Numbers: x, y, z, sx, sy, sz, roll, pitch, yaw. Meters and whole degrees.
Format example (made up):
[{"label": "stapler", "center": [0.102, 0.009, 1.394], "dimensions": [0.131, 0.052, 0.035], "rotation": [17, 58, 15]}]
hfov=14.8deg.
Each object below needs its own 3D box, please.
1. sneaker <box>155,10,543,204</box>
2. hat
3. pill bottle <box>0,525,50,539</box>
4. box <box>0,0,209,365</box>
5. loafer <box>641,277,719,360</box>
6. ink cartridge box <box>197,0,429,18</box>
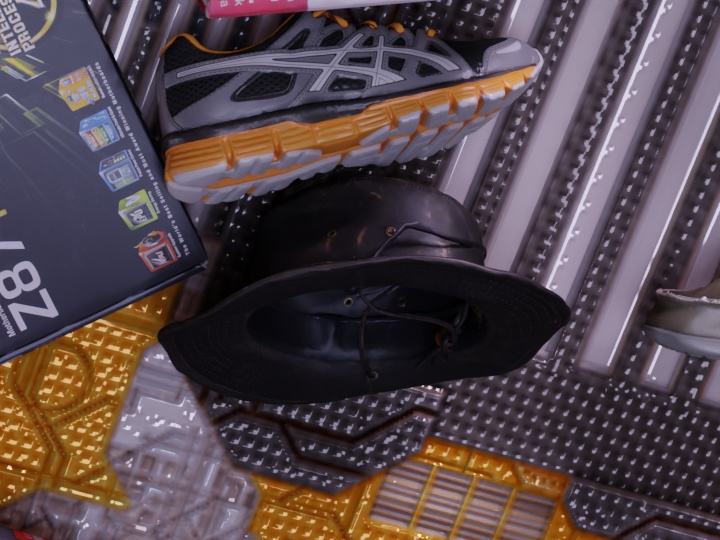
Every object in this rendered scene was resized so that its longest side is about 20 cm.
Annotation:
[{"label": "sneaker", "center": [-0.006, -0.091, 1.333], "dimensions": [0.200, 0.078, 0.077], "rotation": [-12, 74, -22]}, {"label": "hat", "center": [0.000, 0.000, 1.351], "dimensions": [0.201, 0.201, 0.081], "rotation": [0, 70, -13]}, {"label": "pill bottle", "center": [-0.200, 0.178, 1.360], "dimensions": [0.200, 0.116, 0.116], "rotation": [19, 104, -19]}, {"label": "box", "center": [-0.184, -0.058, 1.315], "dimensions": [0.161, 0.049, 0.200], "rotation": [-24, 114, -1]}, {"label": "loafer", "center": [0.237, -0.002, 1.428], "dimensions": [0.200, 0.075, 0.070], "rotation": [-13, 100, -13]}, {"label": "ink cartridge box", "center": [0.015, -0.178, 1.264], "dimensions": [0.200, 0.145, 0.084], "rotation": [-5, 112, -11]}]
